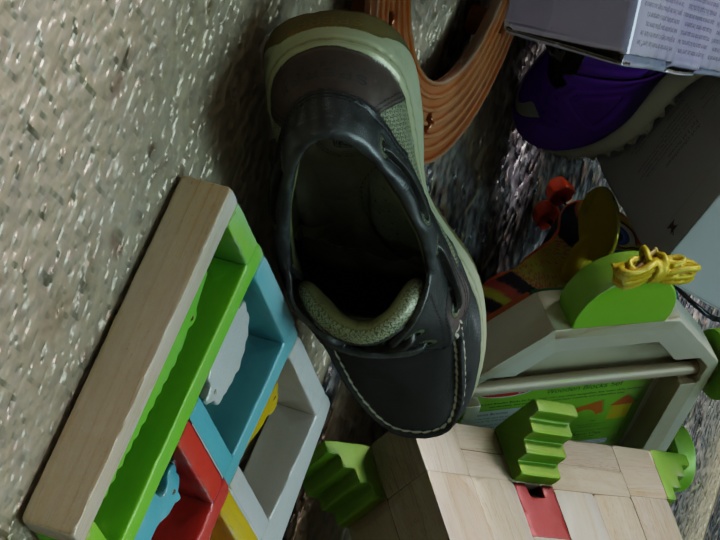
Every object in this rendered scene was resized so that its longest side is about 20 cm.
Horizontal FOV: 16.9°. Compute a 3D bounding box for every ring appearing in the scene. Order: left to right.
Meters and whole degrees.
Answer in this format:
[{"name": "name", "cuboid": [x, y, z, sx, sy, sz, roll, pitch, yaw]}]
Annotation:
[{"name": "ring", "cuboid": [0.038, -0.141, 0.969, 0.200, 0.019, 0.201, 15, 90, -72]}]

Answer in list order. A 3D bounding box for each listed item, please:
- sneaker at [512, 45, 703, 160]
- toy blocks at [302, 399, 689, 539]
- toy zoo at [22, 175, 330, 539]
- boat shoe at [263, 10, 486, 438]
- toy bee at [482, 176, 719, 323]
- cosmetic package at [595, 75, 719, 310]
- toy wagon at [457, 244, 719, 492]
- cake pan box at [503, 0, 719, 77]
[{"name": "sneaker", "cuboid": [0.110, -0.117, 1.059, 0.200, 0.099, 0.070, -31, -139, 53]}, {"name": "toy blocks", "cuboid": [0.076, 0.139, 0.996, 0.199, 0.100, 0.137, 11, 50, -43]}, {"name": "toy zoo", "cuboid": [-0.056, 0.072, 0.861, 0.200, 0.020, 0.132, 70, 40, -59]}, {"name": "boat shoe", "cuboid": [0.001, 0.000, 0.874, 0.201, 0.071, 0.066, 76, 18, -45]}, {"name": "toy bee", "cuboid": [0.103, 0.011, 1.179, 0.131, 0.109, 0.200, -52, 154, 23]}, {"name": "cosmetic package", "cuboid": [0.187, -0.102, 1.079, 0.200, 0.052, 0.151, -52, -154, 21]}, {"name": "toy wagon", "cuboid": [0.093, 0.051, 1.057, 0.154, 0.040, 0.200, -5, 140, -25]}, {"name": "cake pan box", "cuboid": [0.116, -0.164, 0.873, 0.200, 0.052, 0.185, -12, 113, -70]}]
